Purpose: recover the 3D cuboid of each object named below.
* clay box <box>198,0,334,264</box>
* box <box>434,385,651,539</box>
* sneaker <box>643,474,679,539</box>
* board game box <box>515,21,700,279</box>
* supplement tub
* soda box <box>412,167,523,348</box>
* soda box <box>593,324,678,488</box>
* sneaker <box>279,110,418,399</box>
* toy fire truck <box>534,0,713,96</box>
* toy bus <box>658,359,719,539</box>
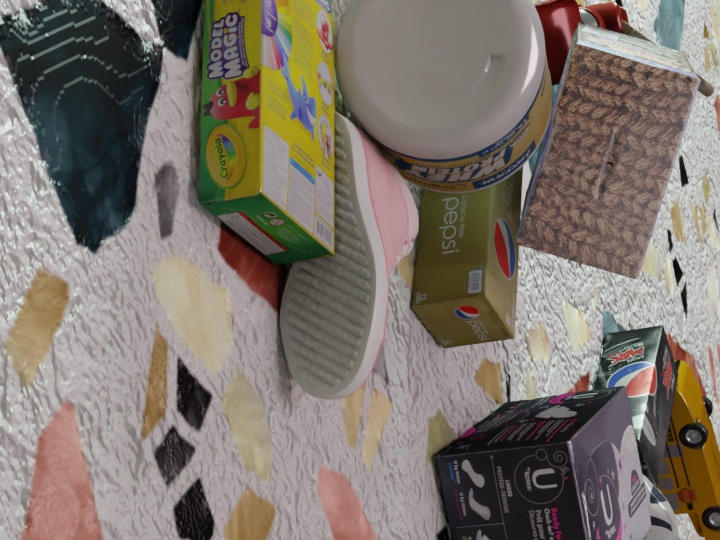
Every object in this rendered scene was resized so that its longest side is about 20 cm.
[{"bbox_3d":[-0.058,-0.117,1.167,0.115,0.048,0.200,41,43,-59],"label":"clay box"},{"bbox_3d":[0.155,0.182,1.468,0.200,0.115,0.132,-22,101,-66],"label":"box"},{"bbox_3d":[0.234,0.225,1.686,0.130,0.079,0.199,-49,126,-60],"label":"sneaker"},{"bbox_3d":[0.194,-0.100,1.435,0.200,0.097,0.160,-60,166,-75],"label":"board game box"},{"bbox_3d":[0.065,-0.135,1.305,0.200,0.144,0.145,42,41,-78],"label":"supplement tub"},{"bbox_3d":[0.089,-0.042,1.467,0.068,0.064,0.200,52,36,-48],"label":"soda box"},{"bbox_3d":[0.273,0.140,1.831,0.200,0.063,0.071,-66,141,-53],"label":"soda box"},{"bbox_3d":[0.000,0.000,1.222,0.105,0.075,0.201,35,46,-55],"label":"sneaker"},{"bbox_3d":[0.194,-0.192,1.594,0.176,0.200,0.129,-33,111,-66],"label":"toy fire truck"},{"bbox_3d":[0.350,0.199,1.970,0.065,0.078,0.200,-60,136,-58],"label":"toy bus"}]
